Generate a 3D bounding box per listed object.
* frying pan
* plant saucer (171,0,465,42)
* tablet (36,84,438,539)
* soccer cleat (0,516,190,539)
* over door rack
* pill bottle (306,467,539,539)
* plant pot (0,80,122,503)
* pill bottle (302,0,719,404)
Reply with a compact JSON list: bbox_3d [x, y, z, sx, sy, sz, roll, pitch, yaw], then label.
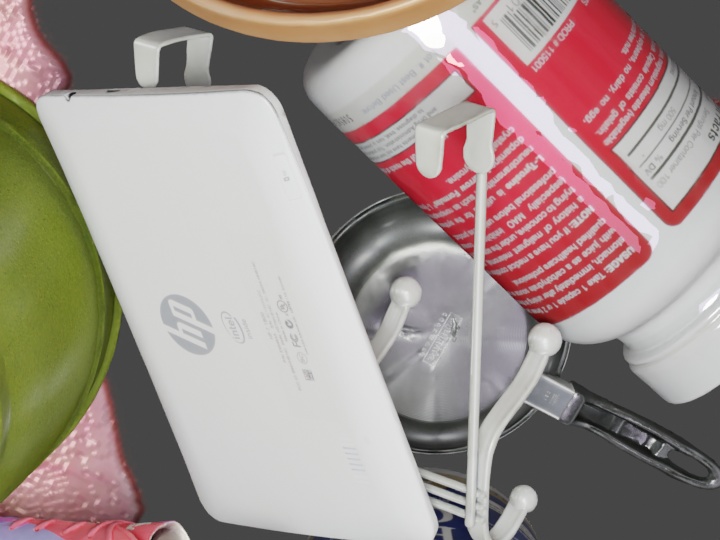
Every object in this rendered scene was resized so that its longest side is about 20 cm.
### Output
[{"bbox_3d":[0.055,0.053,1.207,0.115,0.031,0.190,-37,100,9],"label":"frying pan"},{"bbox_3d":[-0.006,-0.174,1.088,0.199,0.032,0.201,-5,65,11],"label":"plant saucer"},{"bbox_3d":[-0.049,0.019,1.119,0.130,0.014,0.201,2,121,42],"label":"tablet"},{"bbox_3d":[-0.109,0.127,1.168,0.199,0.067,0.077,17,98,32],"label":"soccer cleat"},{"bbox_3d":[0.000,0.000,1.121,0.147,0.067,0.201,17,131,32],"label":"over door rack"},{"bbox_3d":[0.030,0.159,1.143,0.111,0.200,0.112,-1,104,-2],"label":"pill bottle"},{"bbox_3d":[-0.195,0.030,1.105,0.199,0.193,0.201,0,104,-2],"label":"plant pot"},{"bbox_3d":[0.082,-0.045,1.138,0.112,0.112,0.200,-44,102,9],"label":"pill bottle"}]
